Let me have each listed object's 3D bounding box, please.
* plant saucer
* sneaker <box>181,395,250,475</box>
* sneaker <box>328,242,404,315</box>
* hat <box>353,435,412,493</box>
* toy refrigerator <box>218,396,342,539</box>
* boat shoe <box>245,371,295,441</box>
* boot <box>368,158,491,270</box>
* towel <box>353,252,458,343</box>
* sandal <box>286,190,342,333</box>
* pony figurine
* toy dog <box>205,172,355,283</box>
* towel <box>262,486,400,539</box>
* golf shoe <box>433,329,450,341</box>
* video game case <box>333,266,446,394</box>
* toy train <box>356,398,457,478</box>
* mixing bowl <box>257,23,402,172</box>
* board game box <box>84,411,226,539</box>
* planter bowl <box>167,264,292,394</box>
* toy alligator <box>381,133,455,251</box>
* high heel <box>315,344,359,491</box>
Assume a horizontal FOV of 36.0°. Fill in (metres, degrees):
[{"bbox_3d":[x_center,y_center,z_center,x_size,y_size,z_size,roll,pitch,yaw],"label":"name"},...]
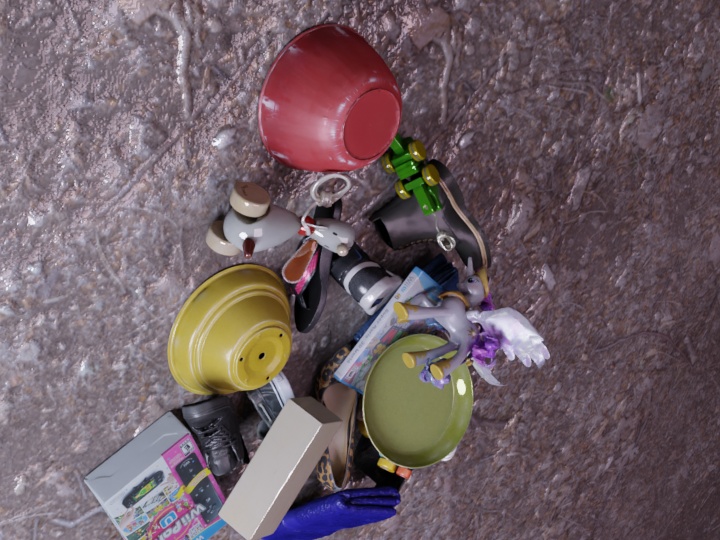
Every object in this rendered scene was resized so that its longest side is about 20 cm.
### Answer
[{"bbox_3d":[0.081,0.194,1.654,0.200,0.031,0.200,0,90,-32],"label":"plant saucer"},{"bbox_3d":[-0.190,0.227,1.495,0.060,0.104,0.200,-13,173,2],"label":"sneaker"},{"bbox_3d":[0.000,0.000,1.599,0.073,0.112,0.200,-44,174,0],"label":"sneaker"},{"bbox_3d":[0.038,0.295,1.804,0.081,0.201,0.201,24,99,-9],"label":"hat"},{"bbox_3d":[-0.115,0.277,1.564,0.200,0.070,0.076,-59,159,9],"label":"toy refrigerator"},{"bbox_3d":[-0.122,0.227,1.635,0.071,0.072,0.200,-26,127,-12],"label":"boat shoe"},{"bbox_3d":[0.103,-0.050,1.663,0.138,0.077,0.200,-40,117,-13],"label":"boot"},{"bbox_3d":[0.076,0.070,1.721,0.200,0.049,0.112,-43,154,-17],"label":"towel"},{"bbox_3d":[-0.072,-0.013,1.522,0.045,0.075,0.200,5,103,-31],"label":"sandal"},{"bbox_3d":[0.154,0.090,1.601,0.200,0.193,0.167,-25,171,-37],"label":"pony figurine"},{"bbox_3d":[-0.093,-0.043,1.407,0.200,0.096,0.132,-7,137,-15],"label":"toy dog"},{"bbox_3d":[-0.050,0.385,1.724,0.200,0.050,0.148,-28,157,37],"label":"towel"},{"bbox_3d":[0.133,0.175,1.859,0.092,0.073,0.200,-60,149,-54],"label":"golf shoe"},{"bbox_3d":[0.055,0.099,1.653,0.200,0.018,0.143,-53,147,0],"label":"video game case"},{"bbox_3d":[0.062,0.221,1.730,0.150,0.200,0.056,-31,145,7],"label":"toy train"},{"bbox_3d":[-0.020,-0.202,1.417,0.200,0.108,0.200,-25,131,-32],"label":"mixing bowl"},{"bbox_3d":[-0.274,0.315,1.534,0.148,0.064,0.200,-38,137,-21],"label":"board game box"},{"bbox_3d":[-0.154,0.099,1.497,0.200,0.083,0.201,-25,131,-33],"label":"planter bowl"},{"bbox_3d":[0.088,-0.123,1.577,0.200,0.059,0.054,61,31,-9],"label":"toy alligator"},{"bbox_3d":[-0.026,0.224,1.656,0.071,0.143,0.200,6,115,-18],"label":"high heel"}]
